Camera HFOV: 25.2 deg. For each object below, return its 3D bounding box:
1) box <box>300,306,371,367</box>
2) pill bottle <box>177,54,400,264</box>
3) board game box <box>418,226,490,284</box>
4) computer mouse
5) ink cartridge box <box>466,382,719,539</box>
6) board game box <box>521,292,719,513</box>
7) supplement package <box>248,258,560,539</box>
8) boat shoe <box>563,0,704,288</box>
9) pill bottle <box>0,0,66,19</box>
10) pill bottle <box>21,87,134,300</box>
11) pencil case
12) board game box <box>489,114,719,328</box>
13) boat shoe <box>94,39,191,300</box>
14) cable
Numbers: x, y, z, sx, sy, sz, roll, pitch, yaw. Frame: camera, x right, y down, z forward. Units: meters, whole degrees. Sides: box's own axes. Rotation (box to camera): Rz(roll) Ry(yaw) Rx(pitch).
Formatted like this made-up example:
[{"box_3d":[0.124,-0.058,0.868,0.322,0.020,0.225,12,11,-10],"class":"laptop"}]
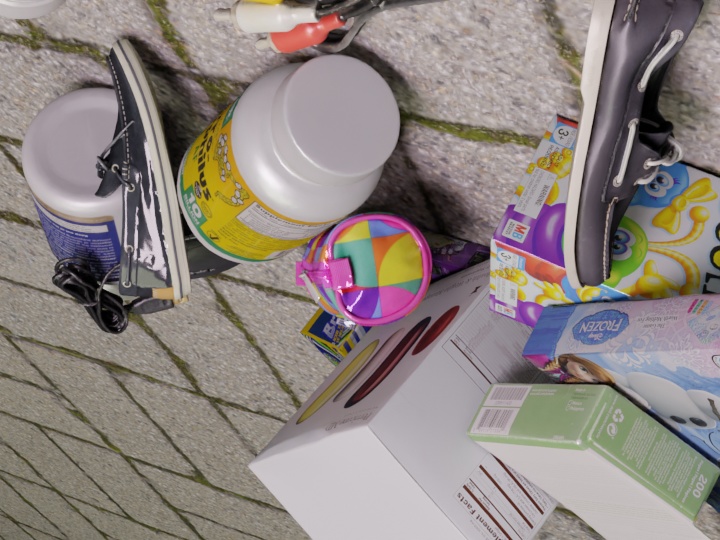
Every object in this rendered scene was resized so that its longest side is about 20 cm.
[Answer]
[{"box_3d":[0.040,0.093,1.430,0.200,0.070,0.064,46,166,-34],"class":"box"},{"box_3d":[-0.050,-0.079,1.133,0.113,0.113,0.200,34,157,-13],"class":"pill bottle"},{"box_3d":[0.113,0.043,1.313,0.120,0.032,0.200,22,156,26],"class":"board game box"},{"box_3d":[-0.146,0.002,1.345,0.141,0.199,0.046,73,174,-66],"class":"computer mouse"},{"box_3d":[0.183,0.146,1.056,0.200,0.048,0.145,36,163,-19],"class":"ink cartridge box"},{"box_3d":[0.231,0.087,0.977,0.200,0.043,0.199,37,157,-23],"class":"board game box"},{"box_3d":[0.061,0.115,1.194,0.147,0.200,0.191,49,147,-9],"class":"supplement package"},{"box_3d":[0.152,-0.071,0.912,0.062,0.073,0.201,8,124,9],"class":"boat shoe"},{"box_3d":[-0.204,-0.234,0.989,0.110,0.111,0.200,30,157,-4],"class":"pill bottle"},{"box_3d":[-0.214,-0.057,1.361,0.115,0.116,0.200,24,156,10],"class":"pill bottle"},{"box_3d":[0.000,0.000,1.205,0.088,0.089,0.200,31,175,-5],"class":"pencil case"},{"box_3d":[0.193,0.001,1.034,0.199,0.103,0.105,22,157,15],"class":"board game box"},{"box_3d":[-0.172,-0.073,1.217,0.062,0.201,0.075,-9,-173,-4],"class":"boat shoe"},{"box_3d":[-0.005,-0.161,0.993,0.199,0.050,0.097,8,153,41],"class":"cable"}]
